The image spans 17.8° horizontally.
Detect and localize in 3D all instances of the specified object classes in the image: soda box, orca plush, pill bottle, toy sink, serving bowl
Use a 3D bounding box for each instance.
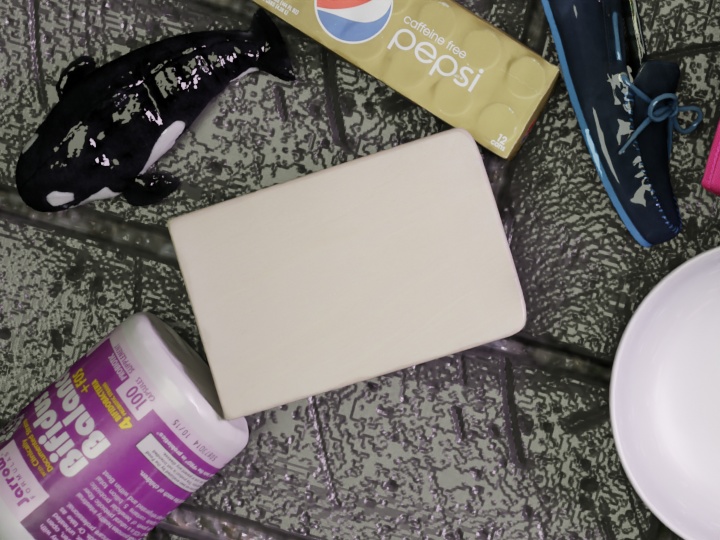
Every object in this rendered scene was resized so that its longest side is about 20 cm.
[{"bbox_3d":[0.028,-0.149,1.453,0.199,0.064,0.068,32,94,4],"label":"soda box"},{"bbox_3d":[-0.138,-0.098,1.466,0.198,0.071,0.106,-17,89,6],"label":"orca plush"},{"bbox_3d":[-0.177,0.129,1.454,0.200,0.112,0.112,-41,87,4],"label":"pill bottle"},{"bbox_3d":[0.000,0.000,1.435,0.198,0.112,0.131,-18,89,11],"label":"toy sink"},{"bbox_3d":[0.253,0.080,1.432,0.198,0.066,0.202,0,91,5],"label":"serving bowl"}]

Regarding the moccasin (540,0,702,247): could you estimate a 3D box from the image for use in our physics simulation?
[{"bbox_3d":[0.166,-0.116,1.429,0.068,0.080,0.202,-20,90,17],"label":"moccasin"}]

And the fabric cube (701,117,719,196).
[{"bbox_3d":[0.344,-0.102,1.324,0.198,0.196,0.202,19,93,31],"label":"fabric cube"}]
